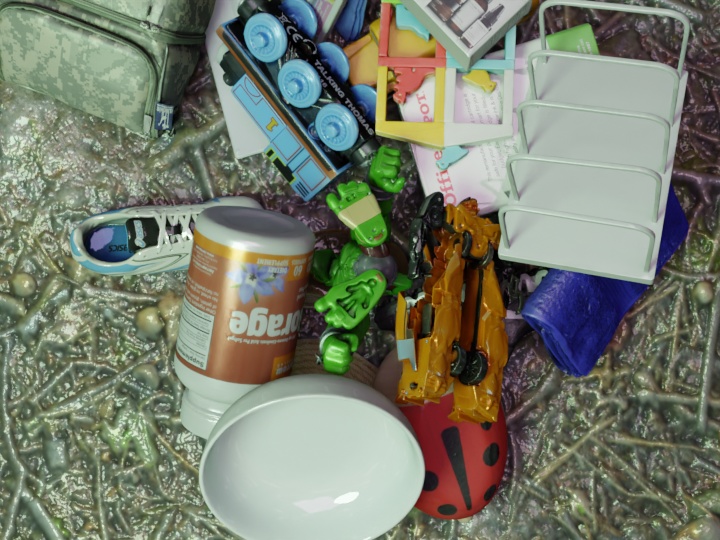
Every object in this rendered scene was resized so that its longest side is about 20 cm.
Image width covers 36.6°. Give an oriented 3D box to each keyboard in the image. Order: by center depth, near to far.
[{"bbox_3d":[-0.127,-0.219,1.119,0.056,0.011,0.202,-15,89,6],"label":"keyboard"}]

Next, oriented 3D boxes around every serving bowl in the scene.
[{"bbox_3d":[-0.043,0.163,0.976,0.198,0.066,0.202,-1,127,-2],"label":"serving bowl"}]

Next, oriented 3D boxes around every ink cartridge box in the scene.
[{"bbox_3d":[0.146,-0.137,1.072,0.198,0.084,0.147,-17,88,1],"label":"ink cartridge box"}]

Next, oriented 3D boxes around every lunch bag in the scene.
[{"bbox_3d":[-0.252,-0.235,1.064,0.198,0.139,0.169,20,106,2],"label":"lunch bag"}]

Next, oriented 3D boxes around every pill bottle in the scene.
[{"bbox_3d":[-0.111,0.050,1.004,0.111,0.112,0.202,11,106,2],"label":"pill bottle"}]

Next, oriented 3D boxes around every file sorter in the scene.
[{"bbox_3d":[0.200,-0.111,0.935,0.137,0.125,0.202,10,76,15],"label":"file sorter"}]

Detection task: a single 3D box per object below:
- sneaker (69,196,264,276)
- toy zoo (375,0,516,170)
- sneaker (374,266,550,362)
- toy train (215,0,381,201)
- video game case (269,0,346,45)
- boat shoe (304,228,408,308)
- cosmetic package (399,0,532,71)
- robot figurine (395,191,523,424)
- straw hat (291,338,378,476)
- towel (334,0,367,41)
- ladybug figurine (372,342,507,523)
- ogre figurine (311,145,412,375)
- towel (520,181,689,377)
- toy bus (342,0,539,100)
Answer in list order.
[{"bbox_3d":[-0.191,-0.034,1.087,0.198,0.072,0.073,-10,87,0],"label":"sneaker"},{"bbox_3d":[0.081,-0.196,1.024,0.130,0.020,0.203,3,86,4],"label":"toy zoo"},{"bbox_3d":[0.114,0.052,1.079,0.198,0.066,0.092,-9,87,-1],"label":"sneaker"},{"bbox_3d":[-0.064,-0.171,1.058,0.200,0.087,0.114,51,129,-3],"label":"toy train"},{"bbox_3d":[-0.098,-0.309,1.045,0.200,0.143,0.018,41,71,-3],"label":"video game case"},{"bbox_3d":[-0.052,0.005,1.096,0.198,0.063,0.074,-7,78,-5],"label":"boat shoe"},{"bbox_3d":[0.060,-0.287,0.997,0.082,0.051,0.200,-43,84,-2],"label":"cosmetic package"},{"bbox_3d":[0.085,0.029,0.987,0.144,0.058,0.202,23,63,-37],"label":"robot figurine"},{"bbox_3d":[-0.048,0.164,1.072,0.199,0.085,0.204,0,90,1],"label":"straw hat"},{"bbox_3d":[-0.072,-0.311,1.052,0.199,0.145,0.024,37,76,3],"label":"towel"},{"bbox_3d":[0.082,0.161,1.054,0.135,0.072,0.202,-22,109,-6],"label":"ladybug figurine"},{"bbox_3d":[0.000,0.000,1.007,0.097,0.120,0.202,-5,77,-1],"label":"ogre figurine"},{"bbox_3d":[0.239,-0.002,1.033,0.049,0.148,0.201,30,81,34],"label":"towel"},{"bbox_3d":[0.074,-0.237,1.078,0.199,0.078,0.066,-29,88,1],"label":"toy bus"}]
